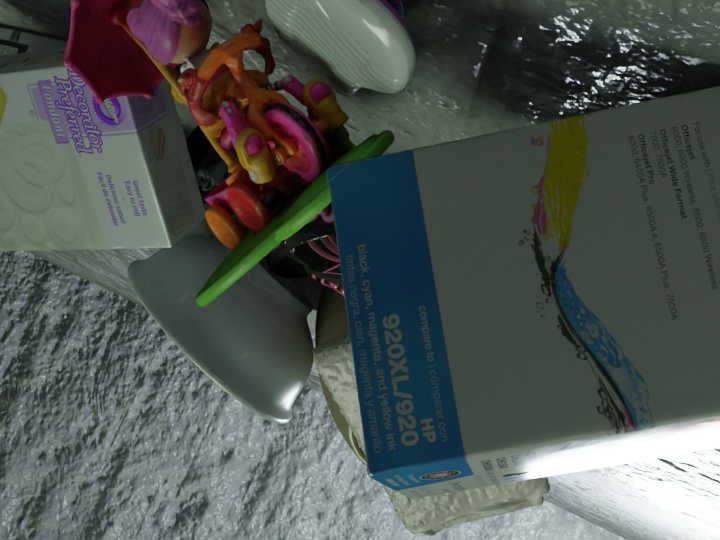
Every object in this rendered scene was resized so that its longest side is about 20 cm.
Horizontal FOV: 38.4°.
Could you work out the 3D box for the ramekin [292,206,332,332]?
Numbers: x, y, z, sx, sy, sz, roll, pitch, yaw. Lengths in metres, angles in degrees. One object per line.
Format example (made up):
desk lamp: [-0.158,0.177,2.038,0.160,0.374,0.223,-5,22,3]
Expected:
ramekin: [-0.002,0.021,1.039,0.199,0.096,0.203,24,168,6]

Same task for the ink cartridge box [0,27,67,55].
ink cartridge box: [-0.290,-0.158,0.938,0.197,0.068,0.116,18,166,34]

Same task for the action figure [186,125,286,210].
action figure: [-0.095,-0.072,0.905,0.128,0.071,0.200,17,170,12]

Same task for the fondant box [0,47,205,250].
fondant box: [-0.231,-0.094,0.805,0.196,0.058,0.147,-1,116,26]

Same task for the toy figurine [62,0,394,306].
toy figurine: [-0.090,-0.102,0.592,0.185,0.150,0.200,49,159,-7]

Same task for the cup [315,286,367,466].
cup: [0.046,0.094,0.887,0.197,0.202,0.144,27,-148,-7]

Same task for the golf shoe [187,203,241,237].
golf shoe: [-0.149,-0.030,1.006,0.074,0.094,0.199,4,168,38]

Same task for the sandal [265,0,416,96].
sandal: [-0.009,-0.132,0.521,0.082,0.050,0.203,40,179,-13]

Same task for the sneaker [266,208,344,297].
sneaker: [0.000,0.000,0.831,0.197,0.098,0.078,-6,163,36]

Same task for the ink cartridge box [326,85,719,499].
ink cartridge box: [0.100,0.021,0.509,0.196,0.148,0.147,-11,162,8]

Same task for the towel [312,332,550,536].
towel: [0.058,0.119,0.795,0.130,0.035,0.202,-20,116,19]

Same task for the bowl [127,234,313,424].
bowl: [-0.105,0.033,0.921,0.201,0.090,0.201,46,-177,-3]
